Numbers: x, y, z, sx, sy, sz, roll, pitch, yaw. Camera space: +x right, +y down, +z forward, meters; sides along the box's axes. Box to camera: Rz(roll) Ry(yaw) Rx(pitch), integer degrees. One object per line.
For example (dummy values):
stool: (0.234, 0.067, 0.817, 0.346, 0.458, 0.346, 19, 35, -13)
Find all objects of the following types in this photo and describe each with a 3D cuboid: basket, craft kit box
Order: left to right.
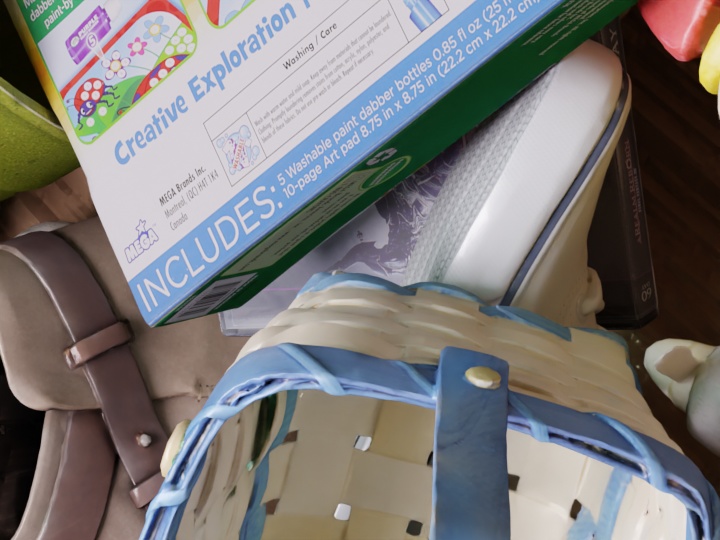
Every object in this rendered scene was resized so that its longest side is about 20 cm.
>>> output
craft kit box: (-0.027, -0.117, 0.762, 0.200, 0.048, 0.198, -36, 76, 39)
basket: (0.008, 0.102, 0.669, 0.200, 0.139, 0.177, -93, 16, -67)

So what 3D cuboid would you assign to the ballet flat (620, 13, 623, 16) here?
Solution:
ballet flat: (0.014, -0.125, 0.867, 0.200, 0.070, 0.065, 35, 109, 43)

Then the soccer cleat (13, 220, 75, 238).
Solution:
soccer cleat: (-0.158, 0.045, 1.070, 0.200, 0.069, 0.078, -57, 48, 34)

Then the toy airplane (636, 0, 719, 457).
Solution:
toy airplane: (0.147, -0.030, 0.680, 0.199, 0.141, 0.201, -19, 75, 45)

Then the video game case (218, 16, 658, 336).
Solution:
video game case: (0.006, -0.080, 0.813, 0.143, 0.019, 0.201, -2, 103, 31)

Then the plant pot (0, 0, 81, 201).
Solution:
plant pot: (-0.193, -0.078, 0.886, 0.193, 0.200, 0.201, -31, 66, 20)

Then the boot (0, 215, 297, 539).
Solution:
boot: (-0.070, 0.004, 0.913, 0.070, 0.146, 0.201, -20, 75, 46)

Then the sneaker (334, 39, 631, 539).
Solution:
sneaker: (0.042, 0.030, 0.786, 0.073, 0.071, 0.200, -84, 15, -64)
